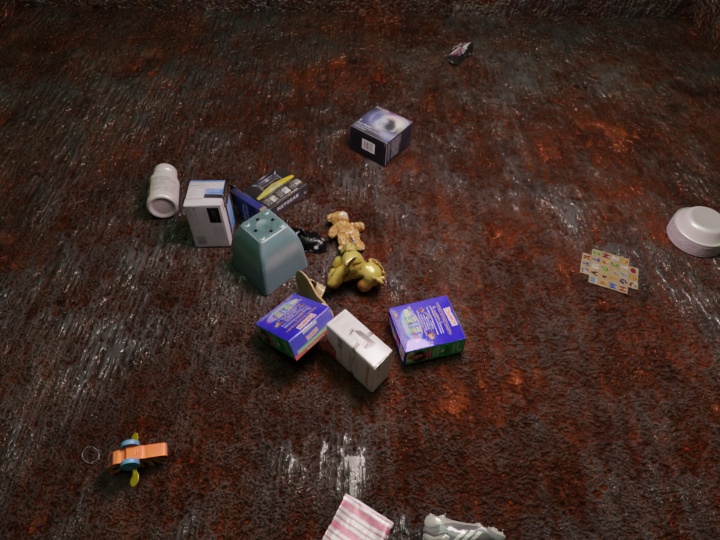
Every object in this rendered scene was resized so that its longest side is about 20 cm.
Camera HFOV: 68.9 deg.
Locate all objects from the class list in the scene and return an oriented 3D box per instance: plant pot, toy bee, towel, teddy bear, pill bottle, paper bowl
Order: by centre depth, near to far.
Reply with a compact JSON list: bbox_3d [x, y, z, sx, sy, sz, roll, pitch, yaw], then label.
[{"bbox_3d":[-0.022,0.663,1.267,0.144,0.030,0.201,24,53,16],"label":"towel"},{"bbox_3d":[-0.609,0.485,1.365,0.197,0.109,0.132,23,40,-15],"label":"toy bee"},{"bbox_3d":[-0.314,-0.083,1.763,0.195,0.202,0.195,37,59,27],"label":"plant pot"},{"bbox_3d":[-0.052,-0.145,1.908,0.142,0.067,0.203,1,51,-4],"label":"teddy bear"},{"bbox_3d":[1.250,-0.155,1.932,0.196,0.105,0.204,0,51,0],"label":"paper bowl"},{"bbox_3d":[-0.745,-0.307,1.990,0.112,0.116,0.203,-7,51,-7],"label":"pill bottle"}]

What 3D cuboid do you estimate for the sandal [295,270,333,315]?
[{"bbox_3d":[-0.135,0.083,1.729,0.069,0.078,0.213,-14,55,-39],"label":"sandal"}]

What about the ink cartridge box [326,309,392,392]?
[{"bbox_3d":[-0.006,0.236,1.543,0.082,0.148,0.199,-36,60,-29],"label":"ink cartridge box"}]

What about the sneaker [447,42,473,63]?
[{"bbox_3d":[0.507,-1.140,2.752,0.085,0.082,0.199,24,45,33],"label":"sneaker"}]

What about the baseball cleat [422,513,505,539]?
[{"bbox_3d":[0.247,0.657,1.266,0.196,0.070,0.108,6,56,16],"label":"baseball cleat"}]

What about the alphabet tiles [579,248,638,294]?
[{"bbox_3d":[0.879,0.001,1.855,0.196,0.006,0.168,18,52,13],"label":"alphabet tiles"}]

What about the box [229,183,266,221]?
[{"bbox_3d":[-0.415,-0.225,1.929,0.198,0.122,0.032,34,57,24],"label":"box"}]

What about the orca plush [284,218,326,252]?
[{"bbox_3d":[-0.206,-0.137,1.894,0.105,0.072,0.199,-35,59,-27],"label":"orca plush"}]

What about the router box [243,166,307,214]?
[{"bbox_3d":[-0.329,-0.307,2.042,0.156,0.053,0.199,36,58,24],"label":"router box"}]

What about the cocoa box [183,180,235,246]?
[{"bbox_3d":[-0.528,-0.200,1.852,0.130,0.202,0.133,-1,49,-2],"label":"cocoa box"}]

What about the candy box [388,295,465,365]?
[{"bbox_3d":[0.203,0.184,1.629,0.196,0.078,0.171,-11,50,-10],"label":"candy box"}]

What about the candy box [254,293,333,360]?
[{"bbox_3d":[-0.198,0.165,1.593,0.168,0.078,0.198,-39,31,-28],"label":"candy box"}]

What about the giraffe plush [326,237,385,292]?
[{"bbox_3d":[0.000,0.000,1.749,0.160,0.200,0.174,31,46,-14],"label":"giraffe plush"}]

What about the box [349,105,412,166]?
[{"bbox_3d":[0.086,-0.578,2.235,0.198,0.125,0.198,31,54,21],"label":"box"}]
